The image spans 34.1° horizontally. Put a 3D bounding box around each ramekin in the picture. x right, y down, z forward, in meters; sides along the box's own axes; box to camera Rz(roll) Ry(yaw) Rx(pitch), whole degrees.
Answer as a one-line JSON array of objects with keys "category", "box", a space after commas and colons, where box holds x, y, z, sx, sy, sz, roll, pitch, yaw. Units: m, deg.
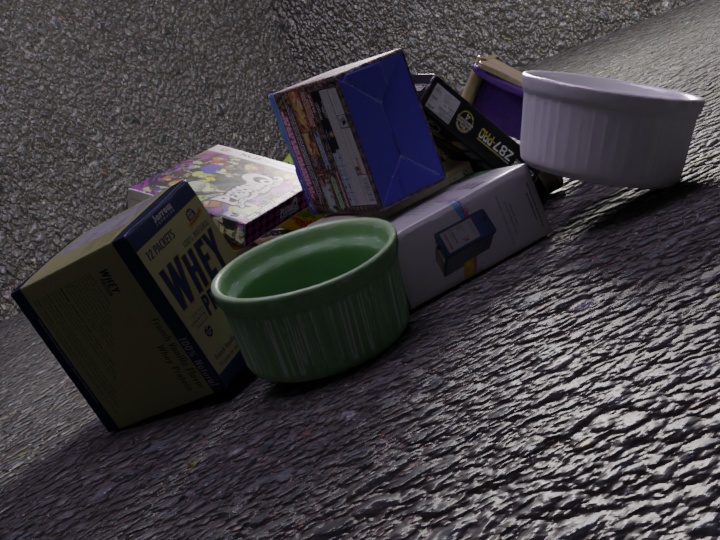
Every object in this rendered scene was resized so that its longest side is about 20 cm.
[{"category": "ramekin", "box": [-0.045, 0.030, 1.197, 0.197, 0.099, 0.200, -15, 19, 5]}, {"category": "ramekin", "box": [0.267, -0.154, 1.282, 0.197, 0.099, 0.201, 7, 15, -2]}]

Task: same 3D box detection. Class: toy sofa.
[{"category": "toy sofa", "box": [0.227, -0.203, 1.541, 0.097, 0.198, 0.084, -32, -31, -62]}]

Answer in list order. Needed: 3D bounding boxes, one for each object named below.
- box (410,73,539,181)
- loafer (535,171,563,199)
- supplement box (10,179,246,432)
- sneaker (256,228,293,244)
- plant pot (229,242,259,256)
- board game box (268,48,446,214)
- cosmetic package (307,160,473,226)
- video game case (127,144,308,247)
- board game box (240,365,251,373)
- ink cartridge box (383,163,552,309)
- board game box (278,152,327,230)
[{"category": "box", "box": [0.109, -0.171, 1.461, 0.050, 0.199, 0.161, -59, 30, -6]}, {"category": "loafer", "box": [0.197, -0.112, 1.556, 0.071, 0.073, 0.199, -40, 11, -19]}, {"category": "supplement box", "box": [-0.240, 0.042, 1.317, 0.198, 0.202, 0.135, -22, 19, 34]}, {"category": "sneaker", "box": [-0.076, -0.021, 1.649, 0.077, 0.092, 0.199, -25, 11, -27]}, {"category": "plant pot", "box": [-0.195, 0.020, 1.488, 0.199, 0.203, 0.182, -31, 27, -36]}, {"category": "board game box", "box": [-0.008, -0.160, 1.404, 0.096, 0.162, 0.199, -25, 13, -24]}, {"category": "cosmetic package", "box": [0.045, -0.063, 1.452, 0.198, 0.074, 0.103, -26, 12, -20]}, {"category": "video game case", "box": [-0.166, -0.099, 1.500, 0.179, 0.036, 0.200, 17, 29, 25]}, {"category": "board game box", "box": [-0.087, 0.083, 1.338, 0.104, 0.024, 0.199, -30, 11, -38]}, {"category": "ink cartridge box", "box": [0.094, -0.039, 1.339, 0.198, 0.089, 0.145, -26, 10, -19]}, {"category": "board game box", "box": [-0.055, -0.136, 1.633, 0.100, 0.048, 0.201, 9, 45, 23]}]
